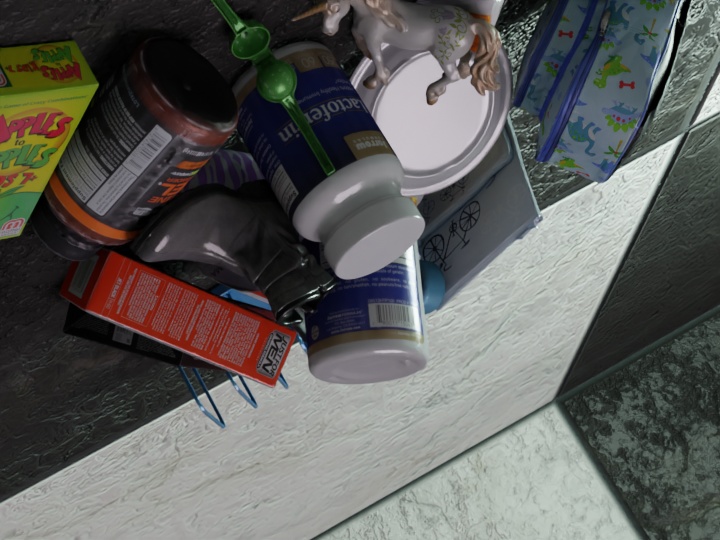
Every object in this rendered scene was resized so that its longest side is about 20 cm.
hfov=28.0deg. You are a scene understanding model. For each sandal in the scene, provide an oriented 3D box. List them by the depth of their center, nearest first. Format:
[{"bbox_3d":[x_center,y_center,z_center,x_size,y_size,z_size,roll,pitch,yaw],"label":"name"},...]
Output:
[{"bbox_3d":[0.104,-0.262,1.315,0.059,0.079,0.207,-54,176,-19],"label":"sandal"}]

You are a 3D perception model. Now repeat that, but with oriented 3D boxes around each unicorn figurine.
[{"bbox_3d":[0.033,-0.214,1.308,0.197,0.075,0.138,-3,150,-5],"label":"unicorn figurine"}]

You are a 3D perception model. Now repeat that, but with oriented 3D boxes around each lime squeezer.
[{"bbox_3d":[-0.076,-0.173,1.233,0.038,0.071,0.201,-39,120,-9],"label":"lime squeezer"}]

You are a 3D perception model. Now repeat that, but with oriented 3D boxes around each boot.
[{"bbox_3d":[-0.101,-0.009,1.273,0.070,0.132,0.199,-44,166,34],"label":"boot"}]

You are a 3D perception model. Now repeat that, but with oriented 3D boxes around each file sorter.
[{"bbox_3d":[-0.125,0.083,1.752,0.199,0.123,0.139,-32,162,-2],"label":"file sorter"}]

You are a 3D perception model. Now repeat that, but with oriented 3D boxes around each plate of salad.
[{"bbox_3d":[0.064,-0.169,1.470,0.198,0.048,0.202,-15,127,-20],"label":"plate of salad"}]

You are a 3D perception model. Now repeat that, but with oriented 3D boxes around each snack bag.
[{"bbox_3d":[0.116,-0.077,1.634,0.021,0.202,0.188,18,133,-35],"label":"snack bag"}]

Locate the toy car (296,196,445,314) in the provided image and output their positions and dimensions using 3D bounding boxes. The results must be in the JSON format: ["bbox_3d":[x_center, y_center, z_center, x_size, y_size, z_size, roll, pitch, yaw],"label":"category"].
[{"bbox_3d":[0.024,-0.070,1.564,0.183,0.177,0.201,5,128,-43],"label":"toy car"}]

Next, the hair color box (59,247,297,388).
[{"bbox_3d":[-0.169,0.040,1.345,0.199,0.101,0.062,26,86,-27],"label":"hair color box"}]

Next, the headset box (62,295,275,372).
[{"bbox_3d":[-0.192,0.056,1.525,0.200,0.147,0.078,14,89,-65],"label":"headset box"}]

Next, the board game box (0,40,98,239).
[{"bbox_3d":[-0.295,-0.095,1.156,0.101,0.048,0.200,-14,154,-41],"label":"board game box"}]

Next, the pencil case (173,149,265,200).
[{"bbox_3d":[-0.144,-0.074,1.386,0.083,0.087,0.199,-6,175,34],"label":"pencil case"}]

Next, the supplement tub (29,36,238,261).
[{"bbox_3d":[-0.198,-0.095,1.220,0.200,0.108,0.106,-43,158,30],"label":"supplement tub"}]

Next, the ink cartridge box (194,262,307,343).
[{"bbox_3d":[-0.104,0.023,1.512,0.057,0.201,0.162,-37,160,9],"label":"ink cartridge box"}]

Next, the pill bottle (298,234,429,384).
[{"bbox_3d":[0.000,0.000,1.413,0.118,0.202,0.120,-5,161,-2],"label":"pill bottle"}]

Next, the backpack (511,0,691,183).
[{"bbox_3d":[0.239,-0.203,1.491,0.183,0.145,0.202,108,2,-61],"label":"backpack"}]

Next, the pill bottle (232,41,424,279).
[{"bbox_3d":[-0.030,-0.099,1.324,0.115,0.201,0.116,-28,161,-10],"label":"pill bottle"}]
